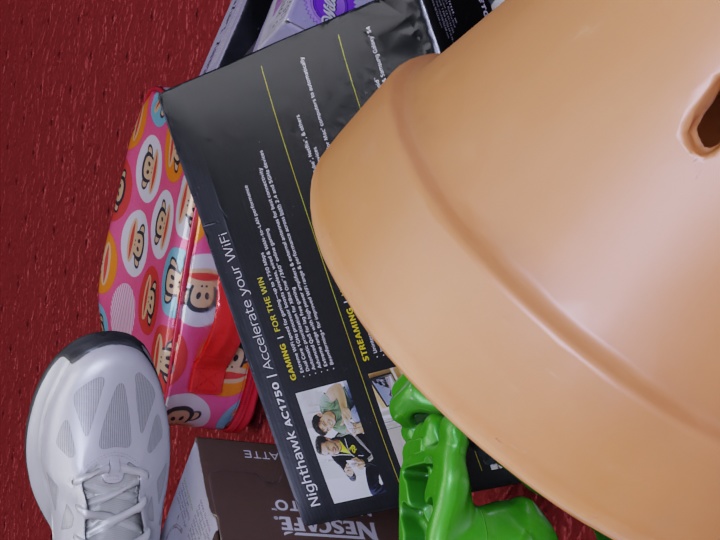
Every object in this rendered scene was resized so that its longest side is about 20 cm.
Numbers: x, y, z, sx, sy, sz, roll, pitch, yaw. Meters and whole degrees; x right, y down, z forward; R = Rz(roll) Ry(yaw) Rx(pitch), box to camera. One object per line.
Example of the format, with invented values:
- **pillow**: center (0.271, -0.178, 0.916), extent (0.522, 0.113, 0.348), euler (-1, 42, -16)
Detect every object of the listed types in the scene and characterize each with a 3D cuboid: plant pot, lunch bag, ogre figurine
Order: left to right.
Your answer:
- **lunch bag**: center (-0.098, -0.006, 1.257), extent (0.176, 0.082, 0.200), euler (-138, 57, -63)
- **ogre figurine**: center (0.080, 0.115, 0.719), extent (0.098, 0.120, 0.200), euler (-70, 26, 22)
- **plant pot**: center (0.105, -0.025, 0.624), extent (0.140, 0.200, 0.200), euler (-52, 34, 25)

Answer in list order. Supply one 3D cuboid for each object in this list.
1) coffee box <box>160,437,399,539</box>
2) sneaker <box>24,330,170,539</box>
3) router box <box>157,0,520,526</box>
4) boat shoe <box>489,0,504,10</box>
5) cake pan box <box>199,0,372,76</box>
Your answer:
- **coffee box**: center (-0.052, 0.186, 1.045), extent (0.080, 0.114, 0.200), euler (-109, 32, -48)
- **sneaker**: center (-0.109, 0.136, 0.978), extent (0.115, 0.076, 0.201), euler (34, 124, 57)
- **router box**: center (0.012, -0.005, 0.845), extent (0.149, 0.051, 0.200), euler (-17, 92, 39)
- **boat shoe**: center (0.051, -0.170, 0.873), extent (0.075, 0.062, 0.200), euler (12, 78, 64)
- **cake pan box**: center (-0.019, -0.159, 1.057), extent (0.184, 0.052, 0.200), euler (-36, 31, 65)
